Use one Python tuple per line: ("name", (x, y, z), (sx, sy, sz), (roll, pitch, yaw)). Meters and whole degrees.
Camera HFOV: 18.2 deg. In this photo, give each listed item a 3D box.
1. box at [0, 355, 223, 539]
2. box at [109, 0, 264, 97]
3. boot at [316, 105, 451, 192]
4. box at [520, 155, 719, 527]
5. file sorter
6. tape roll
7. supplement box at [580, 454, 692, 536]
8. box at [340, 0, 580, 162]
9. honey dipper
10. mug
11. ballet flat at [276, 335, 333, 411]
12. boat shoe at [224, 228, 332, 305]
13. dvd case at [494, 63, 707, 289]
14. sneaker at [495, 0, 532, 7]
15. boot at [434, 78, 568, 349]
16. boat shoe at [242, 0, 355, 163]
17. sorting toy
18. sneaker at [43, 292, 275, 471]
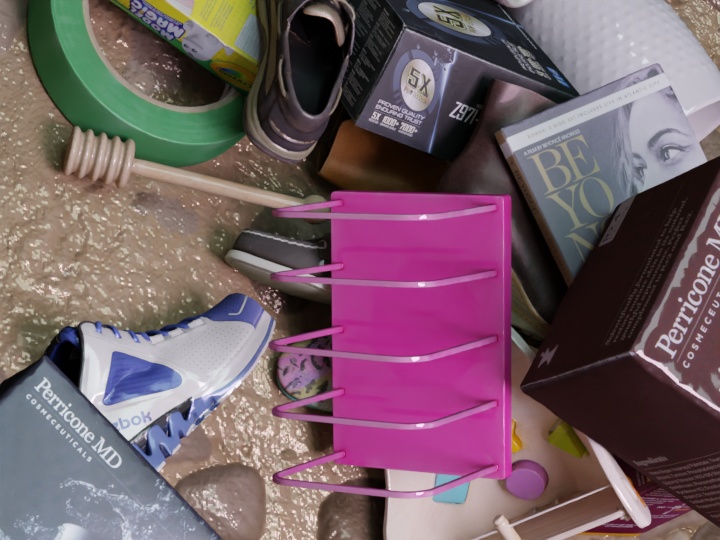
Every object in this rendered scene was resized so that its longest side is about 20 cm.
("box", (-0.213, 0.196, 1.424), (0.197, 0.117, 0.200), (47, 67, -6))
("box", (-0.128, -0.229, 1.684), (0.200, 0.048, 0.117), (36, 55, -17))
("boot", (0.031, -0.047, 1.757), (0.144, 0.071, 0.202), (20, 55, -18))
("box", (0.253, 0.056, 1.526), (0.200, 0.164, 0.166), (34, 69, -13))
("file sorter", (0.016, 0.050, 1.557), (0.125, 0.139, 0.201), (-11, 102, -60))
("tape roll", (-0.152, -0.179, 1.705), (0.200, 0.048, 0.201), (14, 62, -27))
("supplement box", (0.228, 0.124, 1.714), (0.085, 0.200, 0.111), (5, 67, -30))
("box", (0.056, -0.163, 1.741), (0.164, 0.086, 0.200), (19, 21, -25))
("honey dipper", (-0.118, -0.067, 1.654), (0.200, 0.038, 0.038), (12, 62, -12))
("mug", (0.182, -0.158, 1.863), (0.200, 0.148, 0.176), (-31, 78, -8))
("ballet flat", (0.036, 0.075, 1.696), (0.200, 0.071, 0.069), (10, 63, -29))
("boat shoe", (0.000, 0.000, 1.680), (0.201, 0.072, 0.061), (17, 81, -5))
("dvd case", (0.201, -0.037, 1.628), (0.148, 0.016, 0.200), (-23, 85, -25))
("sneaker", (0.144, -0.303, 1.801), (0.075, 0.200, 0.105), (4, 31, -39))
("boot", (0.147, -0.029, 1.648), (0.200, 0.072, 0.167), (27, 84, -17))
("boat shoe", (-0.032, -0.175, 1.649), (0.074, 0.073, 0.200), (19, 62, -27))
("sorting toy", (0.093, 0.125, 1.636), (0.180, 0.200, 0.107), (59, 28, -10))
("sneaker", (-0.154, 0.066, 1.573), (0.115, 0.081, 0.199), (47, 54, -9))
